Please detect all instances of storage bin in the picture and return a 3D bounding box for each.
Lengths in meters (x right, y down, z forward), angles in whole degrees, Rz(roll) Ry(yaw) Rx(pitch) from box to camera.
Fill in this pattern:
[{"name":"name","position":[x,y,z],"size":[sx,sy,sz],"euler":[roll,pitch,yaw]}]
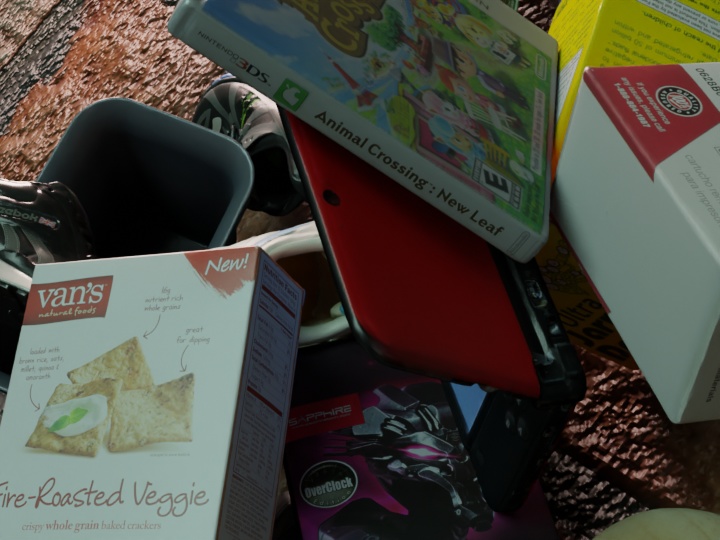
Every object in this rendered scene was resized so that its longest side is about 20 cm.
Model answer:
[{"name":"storage bin","position":[-0.141,0.019,1.022],"size":[0.145,0.134,0.201],"euler":[21,70,10]}]

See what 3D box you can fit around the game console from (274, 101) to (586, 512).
[{"name":"game console","position":[0.013,-0.002,0.750],"size":[0.118,0.173,0.201],"euler":[-6,55,-18]}]

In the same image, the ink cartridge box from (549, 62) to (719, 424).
[{"name":"ink cartridge box","position":[0.203,-0.021,0.695],"size":[0.199,0.083,0.147],"euler":[-5,42,-18]}]

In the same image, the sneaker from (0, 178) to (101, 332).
[{"name":"sneaker","position":[-0.174,-0.008,0.925],"size":[0.199,0.076,0.088],"euler":[29,64,13]}]

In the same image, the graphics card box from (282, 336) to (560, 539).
[{"name":"graphics card box","position":[0.026,0.113,0.825],"size":[0.125,0.051,0.201],"euler":[-11,45,-3]}]

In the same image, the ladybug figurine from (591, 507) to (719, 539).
[{"name":"ladybug figurine","position":[0.152,0.188,0.669],"size":[0.136,0.072,0.200],"euler":[-37,40,11]}]

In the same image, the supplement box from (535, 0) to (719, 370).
[{"name":"supplement box","position":[0.144,-0.070,0.832],"size":[0.109,0.109,0.201],"euler":[129,164,-65]}]

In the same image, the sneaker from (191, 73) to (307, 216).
[{"name":"sneaker","position":[-0.067,-0.082,1.074],"size":[0.083,0.071,0.199],"euler":[-48,30,-16]}]

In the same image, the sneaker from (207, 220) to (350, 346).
[{"name":"sneaker","position":[0.000,0.000,0.905],"size":[0.199,0.077,0.081],"euler":[-22,15,-30]}]

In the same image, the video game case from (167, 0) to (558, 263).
[{"name":"video game case","position":[0.013,-0.108,0.742],"size":[0.022,0.182,0.200],"euler":[-50,14,31]}]

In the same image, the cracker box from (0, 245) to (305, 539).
[{"name":"cracker box","position":[-0.108,0.092,0.781],"size":[0.133,0.058,0.201],"euler":[-5,62,24]}]

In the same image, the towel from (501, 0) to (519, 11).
[{"name":"towel","position":[0.069,-0.229,1.051],"size":[0.023,0.153,0.200],"euler":[-3,42,-12]}]

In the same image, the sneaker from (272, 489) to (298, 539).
[{"name":"sneaker","position":[-0.032,0.214,0.825],"size":[0.104,0.060,0.201],"euler":[5,68,50]}]

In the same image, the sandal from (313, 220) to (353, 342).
[{"name":"sandal","position":[-0.027,0.011,0.990],"size":[0.201,0.057,0.080],"euler":[-53,40,-7]}]
